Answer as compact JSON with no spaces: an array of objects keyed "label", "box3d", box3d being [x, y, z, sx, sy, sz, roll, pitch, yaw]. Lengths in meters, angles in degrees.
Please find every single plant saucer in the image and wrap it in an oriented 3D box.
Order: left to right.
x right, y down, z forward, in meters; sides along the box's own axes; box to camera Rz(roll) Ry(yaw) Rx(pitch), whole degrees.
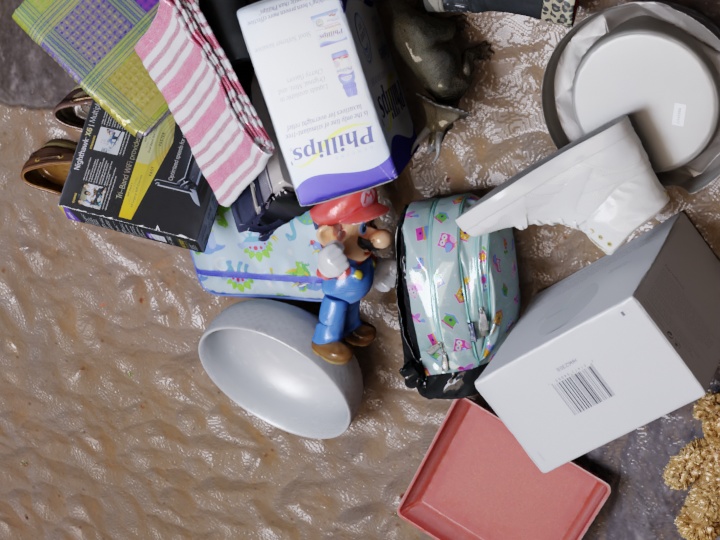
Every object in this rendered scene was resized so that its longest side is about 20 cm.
[{"label":"plant saucer","box3d":[0.164,0.255,1.775,0.200,0.037,0.200,31,125,10]}]

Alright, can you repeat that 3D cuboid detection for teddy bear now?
[{"label":"teddy bear","box3d":[0.389,0.216,1.624,0.145,0.067,0.200,27,124,9]}]

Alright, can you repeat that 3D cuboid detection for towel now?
[{"label":"towel","box3d":[-0.253,-0.250,1.646,0.200,0.023,0.144,42,84,1]},{"label":"towel","box3d":[-0.161,-0.170,1.556,0.200,0.030,0.146,61,153,8]}]

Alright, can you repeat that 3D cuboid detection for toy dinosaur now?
[{"label":"toy dinosaur","box3d":[0.072,-0.219,1.544,0.077,0.102,0.200,-12,109,31]}]

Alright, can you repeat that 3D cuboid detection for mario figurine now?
[{"label":"mario figurine","box3d":[0.000,0.000,1.622,0.106,0.123,0.200,-1,118,-8]}]

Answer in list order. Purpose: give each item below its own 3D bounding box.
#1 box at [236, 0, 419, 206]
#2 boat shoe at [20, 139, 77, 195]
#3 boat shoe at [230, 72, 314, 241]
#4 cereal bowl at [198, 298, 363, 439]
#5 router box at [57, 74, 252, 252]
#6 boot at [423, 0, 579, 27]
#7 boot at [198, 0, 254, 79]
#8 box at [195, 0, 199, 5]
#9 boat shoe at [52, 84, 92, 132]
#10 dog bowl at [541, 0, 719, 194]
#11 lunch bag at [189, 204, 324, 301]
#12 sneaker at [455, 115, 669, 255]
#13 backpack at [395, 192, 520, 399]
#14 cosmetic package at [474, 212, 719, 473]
[{"label":"box","box3d":[-0.027,-0.185,1.540,0.105,0.184,0.200,-15,101,13]},{"label":"boat shoe","box3d":[-0.304,-0.104,1.811,0.200,0.068,0.072,10,118,22]},{"label":"boat shoe","box3d":[-0.103,-0.125,1.636,0.075,0.200,0.093,26,130,-34]},{"label":"cereal bowl","box3d":[-0.080,0.100,1.773,0.200,0.083,0.200,23,148,15]},{"label":"router box","box3d":[-0.217,-0.135,1.672,0.157,0.052,0.200,15,77,6]},{"label":"boot","box3d":[0.146,-0.333,1.474,0.154,0.073,0.204,13,114,12]},{"label":"boot","box3d":[-0.140,-0.297,1.531,0.066,0.165,0.200,-6,84,-4]},{"label":"box","box3d":[-0.218,-0.296,1.690,0.200,0.041,0.119,11,118,24]},{"label":"boat shoe","box3d":[-0.254,-0.167,1.751,0.200,0.072,0.072,16,120,19]},{"label":"dog bowl","box3d":[0.278,-0.167,1.493,0.200,0.059,0.200,12,120,21]},{"label":"lunch bag","box3d":[-0.098,-0.044,1.732,0.200,0.082,0.161,5,119,26]},{"label":"sneaker","box3d":[0.197,-0.053,1.503,0.200,0.074,0.116,-28,99,26]},{"label":"backpack","box3d":[0.102,0.018,1.630,0.127,0.167,0.200,-5,106,11]},{"label":"cosmetic package","box3d":[0.251,0.070,1.539,0.199,0.200,0.123,-32,100,35]}]
